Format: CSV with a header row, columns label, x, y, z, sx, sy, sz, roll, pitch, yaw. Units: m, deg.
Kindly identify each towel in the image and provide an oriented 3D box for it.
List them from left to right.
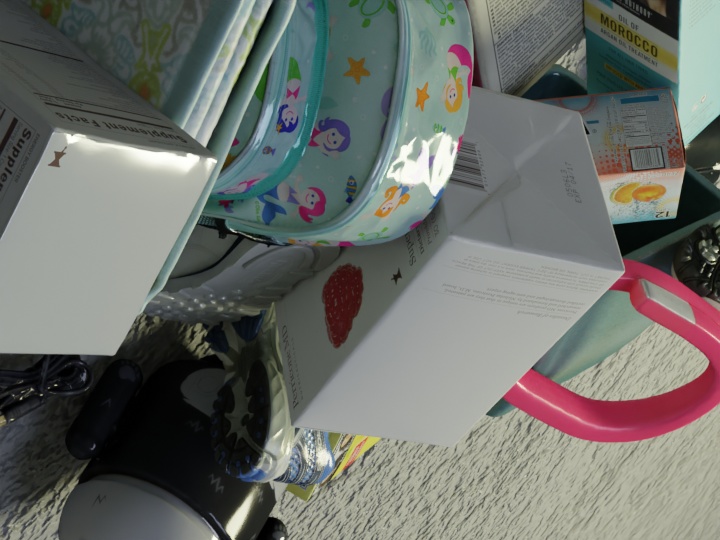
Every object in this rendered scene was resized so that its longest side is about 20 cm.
label,x,y,z,sx,sy,sz,roll,pitch,yaw
towel,-0.129,-0.102,0.828,0.048,0.171,0.201,3,120,-54

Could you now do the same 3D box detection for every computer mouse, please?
label,x,y,z,sx,sy,sz,roll,pitch,yaw
computer mouse,-0.185,0.003,0.999,0.109,0.044,0.201,-24,142,-51

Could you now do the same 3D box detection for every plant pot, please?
label,x,y,z,sx,sy,sz,roll,pitch,yaw
plant pot,0.128,-0.005,1.295,0.195,0.196,0.201,-22,145,-42

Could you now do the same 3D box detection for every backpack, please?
label,x,y,z,sx,sy,sz,roll,pitch,yaw
backpack,-0.046,-0.101,0.890,0.150,0.199,0.179,6,97,-61

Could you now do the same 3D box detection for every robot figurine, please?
label,x,y,z,sx,sy,sz,roll,pitch,yaw
robot figurine,-0.119,0.142,1.139,0.200,0.150,0.125,-58,170,-38

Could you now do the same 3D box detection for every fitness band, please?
label,x,y,z,sx,sy,sz,roll,pitch,yaw
fitness band,0.172,0.058,1.172,0.143,0.038,0.200,-34,134,30

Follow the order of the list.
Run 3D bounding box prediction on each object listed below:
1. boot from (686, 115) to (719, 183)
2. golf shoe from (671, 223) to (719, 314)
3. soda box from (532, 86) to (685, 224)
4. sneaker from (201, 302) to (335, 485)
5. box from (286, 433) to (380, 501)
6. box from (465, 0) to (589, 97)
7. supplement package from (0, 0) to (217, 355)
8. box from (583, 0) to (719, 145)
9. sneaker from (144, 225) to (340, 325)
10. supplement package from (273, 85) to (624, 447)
label,x,y,z,sx,sy,sz,roll,pitch,yaw
boot,0.273,-0.135,1.460,0.168,0.076,0.201,-16,142,-42
golf shoe,0.270,0.020,1.253,0.088,0.078,0.200,-36,157,26
soda box,0.105,-0.066,1.089,0.199,0.064,0.068,-5,152,1
sneaker,-0.052,0.054,1.115,0.085,0.201,0.077,25,141,-37
box,-0.012,0.110,1.297,0.076,0.050,0.200,-63,168,16
box,0.075,-0.216,1.057,0.128,0.109,0.200,-43,150,-16
supplement package,-0.184,-0.061,0.766,0.114,0.200,0.110,6,118,-56
box,0.188,-0.167,1.078,0.049,0.082,0.200,-42,149,-18
sneaker,-0.080,-0.022,1.042,0.076,0.081,0.200,9,157,-39
supplement package,0.043,0.001,1.005,0.119,0.122,0.200,10,140,-27
